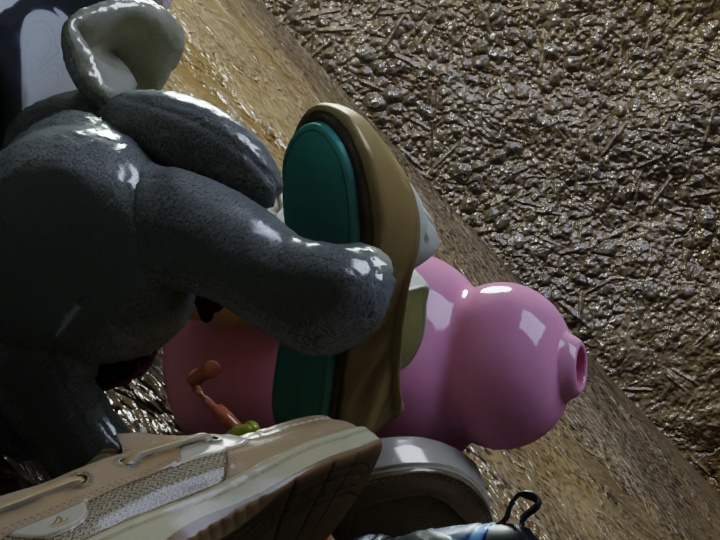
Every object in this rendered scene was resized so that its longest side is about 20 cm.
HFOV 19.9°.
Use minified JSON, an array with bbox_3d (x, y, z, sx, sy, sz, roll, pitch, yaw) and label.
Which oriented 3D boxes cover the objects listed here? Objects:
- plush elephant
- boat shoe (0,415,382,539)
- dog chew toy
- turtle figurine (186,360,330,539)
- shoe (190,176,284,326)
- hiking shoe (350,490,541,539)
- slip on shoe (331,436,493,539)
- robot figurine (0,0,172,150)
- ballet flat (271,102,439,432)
[{"bbox_3d":[-0.098,-0.015,0.807,0.200,0.165,0.155,38,19,-3],"label":"plush elephant"},{"bbox_3d":[-0.066,0.080,0.695,0.064,0.071,0.200,39,29,23],"label":"boat shoe"},{"bbox_3d":[0.009,0.044,0.985,0.124,0.199,0.125,0,90,-70],"label":"dog chew toy"},{"bbox_3d":[-0.026,0.133,0.859,0.161,0.064,0.200,52,-3,-26],"label":"turtle figurine"},{"bbox_3d":[-0.070,-0.015,0.921,0.070,0.199,0.054,-110,-158,-48],"label":"shoe"},{"bbox_3d":[0.048,0.187,0.741,0.074,0.086,0.201,-8,82,-73],"label":"hiking shoe"},{"bbox_3d":[0.030,0.145,0.984,0.200,0.076,0.061,73,8,-56],"label":"slip on shoe"},{"bbox_3d":[-0.169,-0.126,0.932,0.150,0.200,0.125,5,-53,35],"label":"robot figurine"},{"bbox_3d":[0.000,0.000,0.848,0.069,0.063,0.200,52,-30,31],"label":"ballet flat"}]
